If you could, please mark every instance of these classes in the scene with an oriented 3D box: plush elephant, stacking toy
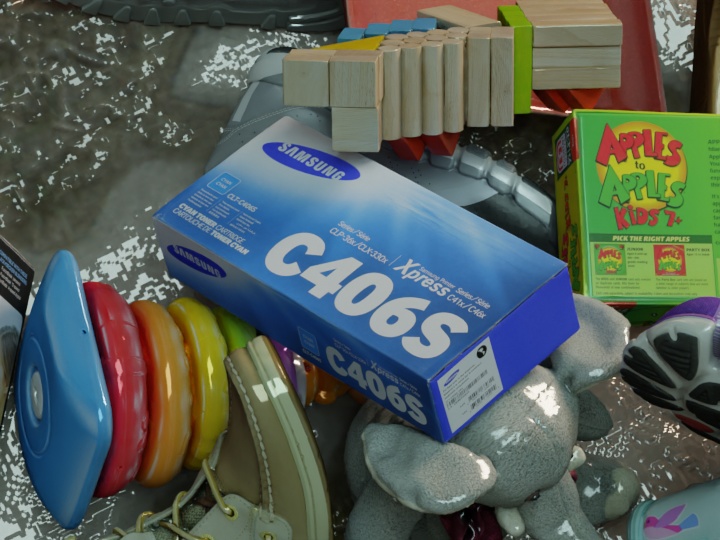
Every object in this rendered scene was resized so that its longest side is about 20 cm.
[{"bbox_3d":[0.067,0.096,1.273,0.165,0.155,0.200,-37,106,-19],"label":"plush elephant"},{"bbox_3d":[-0.069,0.056,1.333,0.199,0.110,0.116,-4,56,-21],"label":"stacking toy"}]

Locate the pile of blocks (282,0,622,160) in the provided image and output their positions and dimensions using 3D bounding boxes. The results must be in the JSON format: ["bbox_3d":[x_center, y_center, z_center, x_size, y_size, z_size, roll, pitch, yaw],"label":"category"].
[{"bbox_3d":[0.044,-0.093,1.325,0.199,0.082,0.062,-11,111,-27],"label":"pile of blocks"}]

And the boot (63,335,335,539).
[{"bbox_3d":[-0.093,0.128,1.260,0.154,0.201,0.072,-12,40,-9],"label":"boot"}]

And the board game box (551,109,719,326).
[{"bbox_3d":[0.201,-0.025,1.339,0.199,0.048,0.102,1,74,-10],"label":"board game box"}]

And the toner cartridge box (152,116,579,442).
[{"bbox_3d":[0.000,0.000,1.260,0.095,0.043,0.200,-38,46,-26],"label":"toner cartridge box"}]

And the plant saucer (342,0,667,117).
[{"bbox_3d":[0.064,-0.173,1.418,0.199,0.037,0.200,4,71,-30],"label":"plant saucer"}]

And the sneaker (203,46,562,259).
[{"bbox_3d":[0.007,-0.023,1.381,0.200,0.075,0.116,29,76,13],"label":"sneaker"}]

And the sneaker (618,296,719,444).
[{"bbox_3d":[0.178,0.036,1.244,0.080,0.200,0.084,20,85,19],"label":"sneaker"}]

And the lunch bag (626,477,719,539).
[{"bbox_3d":[0.199,0.194,1.288,0.077,0.160,0.201,-23,71,31],"label":"lunch bag"}]

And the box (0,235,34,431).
[{"bbox_3d":[-0.241,0.077,1.295,0.116,0.060,0.201,5,71,17],"label":"box"}]

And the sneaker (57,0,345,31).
[{"bbox_3d":[-0.089,-0.181,1.413,0.199,0.076,0.081,6,70,-16],"label":"sneaker"}]

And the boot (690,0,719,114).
[{"bbox_3d":[0.263,-0.130,1.433,0.154,0.072,0.201,8,81,-5],"label":"boot"}]
